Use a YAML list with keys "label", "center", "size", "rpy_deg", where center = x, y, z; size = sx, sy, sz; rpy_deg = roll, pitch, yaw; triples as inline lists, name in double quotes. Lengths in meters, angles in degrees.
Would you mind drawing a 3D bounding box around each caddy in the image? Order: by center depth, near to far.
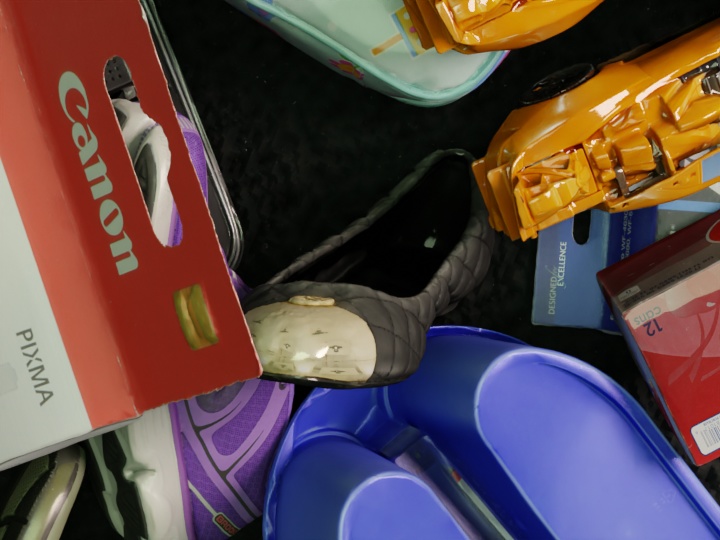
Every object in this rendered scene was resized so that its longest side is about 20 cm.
- label: "caddy"
  center: [0.056, 0.114, 0.883]
  size: [0.141, 0.105, 0.200]
  rpy_deg: [-40, 100, -13]

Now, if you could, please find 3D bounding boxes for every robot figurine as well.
- label: "robot figurine"
  center: [0.121, -0.095, 0.843]
  size: [0.199, 0.058, 0.146]
  rpy_deg: [-26, 106, -8]

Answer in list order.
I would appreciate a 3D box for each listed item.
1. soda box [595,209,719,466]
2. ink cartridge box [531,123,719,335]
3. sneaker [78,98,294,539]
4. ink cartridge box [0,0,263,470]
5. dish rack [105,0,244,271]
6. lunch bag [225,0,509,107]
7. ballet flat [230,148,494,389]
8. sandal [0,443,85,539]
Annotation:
- label: "soda box"
  center: [0.186, -0.011, 0.851]
  size: [0.199, 0.070, 0.064]
  rpy_deg: [-27, 101, 4]
- label: "ink cartridge box"
  center: [0.165, -0.019, 0.908]
  size: [0.198, 0.039, 0.100]
  rpy_deg: [3, 92, 4]
- label: "sneaker"
  center: [-0.062, 0.018, 0.872]
  size: [0.083, 0.201, 0.081]
  rpy_deg: [-23, 46, -21]
- label: "ink cartridge box"
  center: [-0.129, -0.015, 0.809]
  size: [0.050, 0.199, 0.162]
  rpy_deg: [-19, 90, -39]
- label: "dish rack"
  center: [-0.160, -0.034, 0.920]
  size: [0.199, 0.055, 0.154]
  rpy_deg: [-22, 89, 6]
- label: "lunch bag"
  center: [-0.001, -0.163, 0.896]
  size: [0.199, 0.077, 0.161]
  rpy_deg: [32, 91, 2]
- label: "ballet flat"
  center: [0.000, 0.000, 0.840]
  size: [0.066, 0.200, 0.057]
  rpy_deg: [12, 106, 13]
- label: "sandal"
  center: [-0.117, 0.160, 0.915]
  size: [0.057, 0.080, 0.203]
  rpy_deg: [3, 100, -13]
